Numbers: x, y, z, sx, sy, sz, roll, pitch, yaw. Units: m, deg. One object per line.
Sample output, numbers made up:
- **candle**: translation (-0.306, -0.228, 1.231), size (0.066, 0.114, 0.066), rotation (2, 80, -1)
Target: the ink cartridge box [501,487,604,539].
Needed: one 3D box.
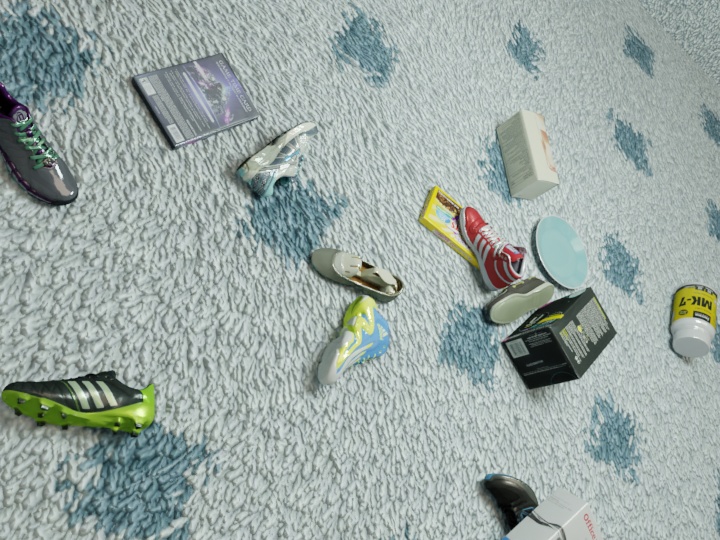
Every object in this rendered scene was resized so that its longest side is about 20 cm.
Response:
- **ink cartridge box**: translation (0.357, 0.534, 1.123), size (0.198, 0.084, 0.147), rotation (-32, 105, -20)

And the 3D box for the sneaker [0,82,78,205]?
- **sneaker**: translation (-0.494, -0.188, 0.885), size (0.201, 0.087, 0.075), rotation (49, 52, -8)

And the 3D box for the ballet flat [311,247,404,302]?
- **ballet flat**: translation (0.000, 0.000, 1.164), size (0.197, 0.063, 0.069), rotation (26, 58, -23)

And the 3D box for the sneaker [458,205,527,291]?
- **sneaker**: translation (0.297, -0.062, 1.330), size (0.070, 0.112, 0.203), rotation (-23, 88, -34)

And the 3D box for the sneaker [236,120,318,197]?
- **sneaker**: translation (-0.146, -0.212, 1.156), size (0.200, 0.077, 0.087), rotation (-45, 110, -31)

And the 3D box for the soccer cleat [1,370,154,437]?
- **soccer cleat**: translation (-0.385, 0.176, 0.835), size (0.197, 0.068, 0.082), rotation (19, 44, -28)

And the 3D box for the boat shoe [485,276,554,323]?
- **boat shoe**: translation (0.359, 0.066, 1.388), size (0.198, 0.060, 0.073), rotation (-16, 124, -29)

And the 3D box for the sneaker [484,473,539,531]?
- **sneaker**: translation (0.314, 0.476, 1.179), size (0.200, 0.073, 0.082), rotation (43, 55, -11)

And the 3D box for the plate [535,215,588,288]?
- **plate**: translation (0.518, -0.046, 1.564), size (0.197, 0.025, 0.204), rotation (14, 64, -30)

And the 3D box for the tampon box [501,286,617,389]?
- **tampon box**: translation (0.449, 0.152, 1.355), size (0.199, 0.149, 0.128), rotation (-31, 90, -39)

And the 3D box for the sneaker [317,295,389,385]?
- **sneaker**: translation (0.001, 0.143, 1.099), size (0.105, 0.075, 0.202), rotation (40, 53, -15)

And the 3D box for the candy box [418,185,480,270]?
- **candy box**: translation (0.226, -0.097, 1.383), size (0.199, 0.026, 0.103), rotation (36, 59, -17)

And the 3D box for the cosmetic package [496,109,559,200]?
- **cosmetic package**: translation (0.432, -0.298, 1.559), size (0.086, 0.103, 0.204), rotation (4, 70, -31)

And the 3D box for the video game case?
- **video game case**: translation (-0.300, -0.318, 1.117), size (0.199, 0.019, 0.144), rotation (-33, 92, -40)

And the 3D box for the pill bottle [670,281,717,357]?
- **pill bottle**: translation (0.961, 0.142, 1.734), size (0.114, 0.114, 0.202), rotation (39, 54, -15)
